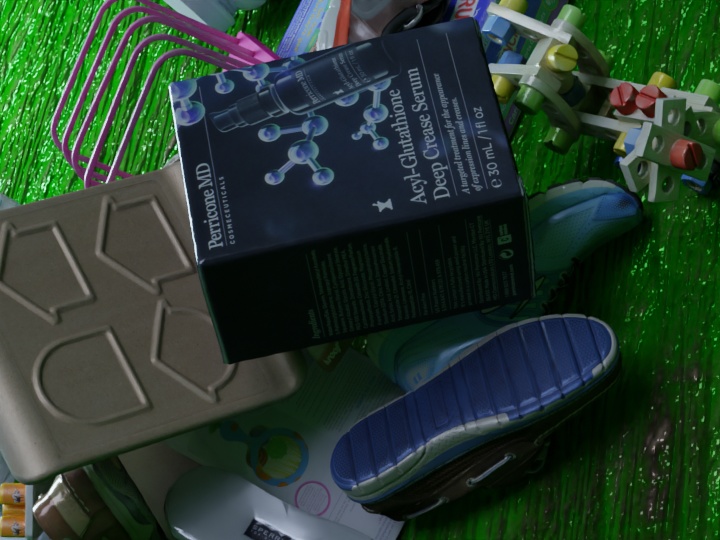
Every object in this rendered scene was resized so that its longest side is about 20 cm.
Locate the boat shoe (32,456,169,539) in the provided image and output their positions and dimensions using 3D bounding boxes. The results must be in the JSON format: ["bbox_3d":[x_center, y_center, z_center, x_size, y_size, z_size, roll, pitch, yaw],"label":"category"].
[{"bbox_3d":[-0.163,0.180,1.491,0.072,0.200,0.076,-32,55,-8],"label":"boat shoe"}]

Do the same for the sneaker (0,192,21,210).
[{"bbox_3d":[-0.338,0.021,1.869,0.201,0.080,0.070,-53,23,-4],"label":"sneaker"}]

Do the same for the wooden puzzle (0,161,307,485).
[{"bbox_3d":[-0.159,0.034,1.450,0.199,0.046,0.186,-19,63,-25],"label":"wooden puzzle"}]

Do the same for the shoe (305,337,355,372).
[{"bbox_3d":[0.000,0.000,1.515,0.070,0.053,0.200,-61,-5,28],"label":"shoe"}]

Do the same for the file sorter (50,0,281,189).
[{"bbox_3d":[-0.129,-0.101,1.614,0.140,0.125,0.200,-67,23,9],"label":"file sorter"}]

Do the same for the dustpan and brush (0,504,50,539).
[{"bbox_3d":[-0.249,0.256,1.638,0.139,0.057,0.200,-40,33,7],"label":"dustpan and brush"}]

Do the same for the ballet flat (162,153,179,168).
[{"bbox_3d":[-0.169,-0.005,1.765,0.200,0.067,0.062,-52,11,-7],"label":"ballet flat"}]

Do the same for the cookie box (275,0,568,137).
[{"bbox_3d":[0.035,-0.158,1.661,0.199,0.075,0.172,7,66,47],"label":"cookie box"}]

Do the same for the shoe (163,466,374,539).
[{"bbox_3d":[-0.035,0.200,1.459,0.199,0.091,0.072,28,65,21],"label":"shoe"}]

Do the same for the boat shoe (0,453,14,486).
[{"bbox_3d":[-0.309,0.130,1.759,0.060,0.074,0.200,-45,29,15],"label":"boat shoe"}]

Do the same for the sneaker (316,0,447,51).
[{"bbox_3d":[0.025,-0.195,1.603,0.081,0.077,0.201,2,61,14],"label":"sneaker"}]

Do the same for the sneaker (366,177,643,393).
[{"bbox_3d":[0.104,0.021,1.474,0.200,0.078,0.090,-38,70,4],"label":"sneaker"}]

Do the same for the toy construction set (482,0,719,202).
[{"bbox_3d":[0.167,-0.103,1.447,0.092,0.131,0.200,-50,39,0],"label":"toy construction set"}]

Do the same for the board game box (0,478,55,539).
[{"bbox_3d":[-0.222,0.070,1.605,0.200,0.026,0.202,-75,-14,-83],"label":"board game box"}]

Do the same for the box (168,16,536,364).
[{"bbox_3d":[-0.006,-0.049,1.409,0.198,0.107,0.149,-13,53,0],"label":"box"}]

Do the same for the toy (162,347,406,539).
[{"bbox_3d":[-0.047,0.096,1.505,0.116,0.199,0.047,-60,-2,-13],"label":"toy"}]

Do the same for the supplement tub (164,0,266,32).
[{"bbox_3d":[-0.099,-0.302,1.848,0.200,0.145,0.145,-52,39,-2],"label":"supplement tub"}]

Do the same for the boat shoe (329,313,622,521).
[{"bbox_3d":[0.080,0.093,1.423,0.199,0.072,0.073,-26,44,20],"label":"boat shoe"}]

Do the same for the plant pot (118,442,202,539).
[{"bbox_3d":[-0.133,0.069,1.600,0.199,0.134,0.201,-25,44,28],"label":"plant pot"}]
